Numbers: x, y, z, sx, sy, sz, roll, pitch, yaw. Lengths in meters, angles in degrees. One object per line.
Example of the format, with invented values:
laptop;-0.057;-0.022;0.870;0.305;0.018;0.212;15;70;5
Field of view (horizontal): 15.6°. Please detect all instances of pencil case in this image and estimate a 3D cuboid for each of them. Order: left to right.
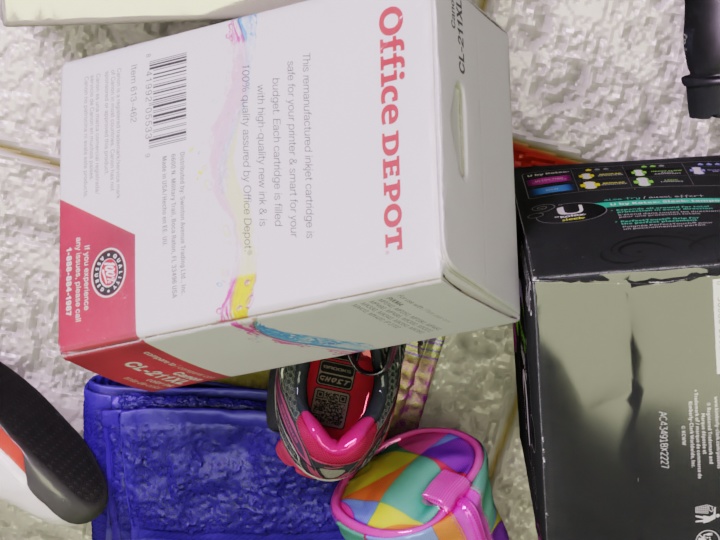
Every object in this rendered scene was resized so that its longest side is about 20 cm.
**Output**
pencil case;0.055;0.174;1.313;0.088;0.088;0.200;-22;121;6

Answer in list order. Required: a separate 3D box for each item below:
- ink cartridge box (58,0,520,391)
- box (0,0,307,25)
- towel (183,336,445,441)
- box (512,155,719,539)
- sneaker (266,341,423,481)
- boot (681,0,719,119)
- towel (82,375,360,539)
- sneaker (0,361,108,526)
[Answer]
ink cartridge box;-0.033;-0.036;1.192;0.199;0.083;0.146;-11;69;27
box;-0.067;-0.157;1.235;0.199;0.082;0.069;-2;106;0
towel;-0.023;0.001;1.318;0.143;0.023;0.201;15;105;-3
box;0.136;0.040;1.235;0.124;0.200;0.149;-4;105;0
sneaker;0.000;0.000;1.251;0.080;0.075;0.201;3;85;-5
boot;0.228;-0.164;1.248;0.198;0.073;0.163;-9;100;1
towel;-0.068;0.150;1.333;0.147;0.050;0.201;3;114;2
sneaker;-0.224;0.085;1.304;0.201;0.067;0.108;40;104;9
